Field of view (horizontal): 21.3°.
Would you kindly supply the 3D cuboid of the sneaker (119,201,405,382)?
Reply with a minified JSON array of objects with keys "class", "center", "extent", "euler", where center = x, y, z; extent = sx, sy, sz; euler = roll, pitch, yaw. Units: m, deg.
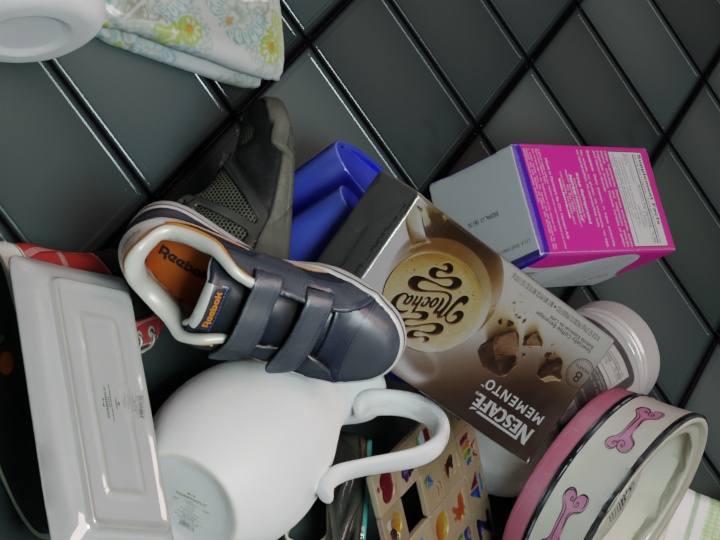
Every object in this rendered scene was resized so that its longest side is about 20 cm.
[{"class":"sneaker","center":[-0.067,0.026,1.241],"extent":[0.199,0.079,0.079],"euler":[23,17,-2]}]

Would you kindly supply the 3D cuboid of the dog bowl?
[{"class":"dog bowl","center":[0.186,0.180,1.495],"extent":[0.074,0.201,0.200],"euler":[33,34,24]}]

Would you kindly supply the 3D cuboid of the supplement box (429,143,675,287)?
[{"class":"supplement box","center":[0.169,-0.045,1.662],"extent":[0.199,0.101,0.104],"euler":[0,72,-47]}]

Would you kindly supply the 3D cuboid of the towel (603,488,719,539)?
[{"class":"towel","center":[0.266,0.258,1.611],"extent":[0.199,0.031,0.150],"euler":[25,69,-12]}]

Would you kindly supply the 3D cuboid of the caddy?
[{"class":"caddy","center":[0.000,0.000,1.462],"extent":[0.200,0.105,0.142],"euler":[41,22,-26]}]

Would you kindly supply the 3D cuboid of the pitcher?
[{"class":"pitcher","center":[-0.046,0.119,1.316],"extent":[0.200,0.170,0.122],"euler":[-41,145,-51]}]

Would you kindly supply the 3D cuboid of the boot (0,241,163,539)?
[{"class":"boot","center":[-0.175,0.077,1.266],"extent":[0.144,0.072,0.202],"euler":[3,66,-47]}]

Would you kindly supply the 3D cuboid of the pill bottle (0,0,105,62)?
[{"class":"pill bottle","center":[-0.240,-0.253,1.316],"extent":[0.112,0.112,0.202],"euler":[8,66,-44]}]

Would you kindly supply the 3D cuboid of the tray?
[{"class":"tray","center":[-0.163,0.087,1.202],"extent":[0.107,0.022,0.202],"euler":[15,57,-53]}]

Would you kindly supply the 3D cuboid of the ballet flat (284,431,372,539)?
[{"class":"ballet flat","center":[-0.020,0.211,1.372],"extent":[0.068,0.068,0.201],"euler":[-2,55,-3]}]

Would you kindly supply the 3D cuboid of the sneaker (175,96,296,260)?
[{"class":"sneaker","center":[-0.103,-0.046,1.354],"extent":[0.113,0.076,0.201],"euler":[7,58,-5]}]

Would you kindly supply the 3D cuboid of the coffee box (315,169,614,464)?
[{"class":"coffee box","center":[0.068,0.035,1.364],"extent":[0.199,0.080,0.113],"euler":[36,91,-26]}]

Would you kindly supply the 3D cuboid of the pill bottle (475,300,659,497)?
[{"class":"pill bottle","center":[0.160,0.100,1.576],"extent":[0.199,0.113,0.114],"euler":[-26,91,-49]}]

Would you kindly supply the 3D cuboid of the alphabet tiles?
[{"class":"alphabet tiles","center":[0.063,0.208,1.443],"extent":[0.167,0.007,0.202],"euler":[-39,122,-56]}]

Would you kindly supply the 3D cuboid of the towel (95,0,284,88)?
[{"class":"towel","center":[-0.142,-0.241,1.464],"extent":[0.199,0.048,0.173],"euler":[14,61,-42]}]
